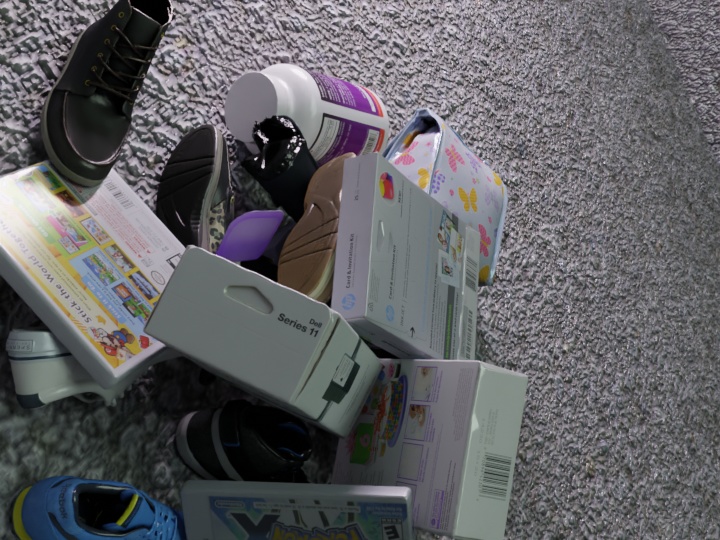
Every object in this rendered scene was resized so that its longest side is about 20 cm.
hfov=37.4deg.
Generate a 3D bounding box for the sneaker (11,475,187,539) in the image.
[{"bbox_3d":[-0.189,0.216,0.886,0.200,0.078,0.066,33,48,-47],"label":"sneaker"}]

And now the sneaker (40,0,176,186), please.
[{"bbox_3d":[-0.228,-0.176,0.966,0.075,0.106,0.200,25,47,-32],"label":"sneaker"}]

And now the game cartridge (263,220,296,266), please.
[{"bbox_3d":[-0.042,-0.002,1.244,0.200,0.040,0.133,-25,100,-57],"label":"game cartridge"}]

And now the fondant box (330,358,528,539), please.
[{"bbox_3d":[0.055,0.155,0.950,0.058,0.200,0.144,17,78,-31],"label":"fondant box"}]

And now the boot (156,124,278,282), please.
[{"bbox_3d":[-0.134,-0.032,1.093,0.154,0.073,0.204,32,52,-50],"label":"boot"}]

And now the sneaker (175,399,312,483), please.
[{"bbox_3d":[-0.075,0.197,1.028,0.200,0.112,0.073,44,43,-36],"label":"sneaker"}]

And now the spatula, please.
[{"bbox_3d":[-0.123,0.028,1.009,0.057,0.021,0.200,-3,121,-40],"label":"spatula"}]

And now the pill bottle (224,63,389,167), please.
[{"bbox_3d":[-0.062,-0.173,1.224,0.200,0.112,0.113,4,72,-55],"label":"pill bottle"}]

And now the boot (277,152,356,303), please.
[{"bbox_3d":[0.000,0.000,1.021,0.155,0.072,0.200,53,32,-30],"label":"boot"}]

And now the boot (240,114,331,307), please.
[{"bbox_3d":[-0.058,-0.047,1.097,0.168,0.076,0.200,54,21,-45],"label":"boot"}]

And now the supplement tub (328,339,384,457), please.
[{"bbox_3d":[0.028,0.108,1.178,0.123,0.122,0.200,8,82,-54],"label":"supplement tub"}]

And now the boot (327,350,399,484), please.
[{"bbox_3d":[0.036,0.142,1.080,0.165,0.066,0.200,1,90,-22],"label":"boot"}]

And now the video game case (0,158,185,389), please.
[{"bbox_3d":[-0.226,-0.011,0.914,0.200,0.023,0.182,48,31,3],"label":"video game case"}]

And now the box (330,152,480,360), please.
[{"bbox_3d":[0.048,0.003,0.993,0.200,0.041,0.156,32,57,-52],"label":"box"}]

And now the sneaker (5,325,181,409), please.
[{"bbox_3d":[-0.220,0.081,0.924,0.200,0.073,0.071,-1,94,-52],"label":"sneaker"}]

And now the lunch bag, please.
[{"bbox_3d":[0.106,-0.093,1.427,0.170,0.127,0.200,38,55,-38],"label":"lunch bag"}]

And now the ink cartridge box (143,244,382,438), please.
[{"bbox_3d":[-0.076,0.066,0.905,0.083,0.147,0.200,-63,163,-10],"label":"ink cartridge box"}]

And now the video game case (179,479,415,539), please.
[{"bbox_3d":[-0.049,0.267,0.913,0.022,0.200,0.182,-54,141,-69],"label":"video game case"}]
